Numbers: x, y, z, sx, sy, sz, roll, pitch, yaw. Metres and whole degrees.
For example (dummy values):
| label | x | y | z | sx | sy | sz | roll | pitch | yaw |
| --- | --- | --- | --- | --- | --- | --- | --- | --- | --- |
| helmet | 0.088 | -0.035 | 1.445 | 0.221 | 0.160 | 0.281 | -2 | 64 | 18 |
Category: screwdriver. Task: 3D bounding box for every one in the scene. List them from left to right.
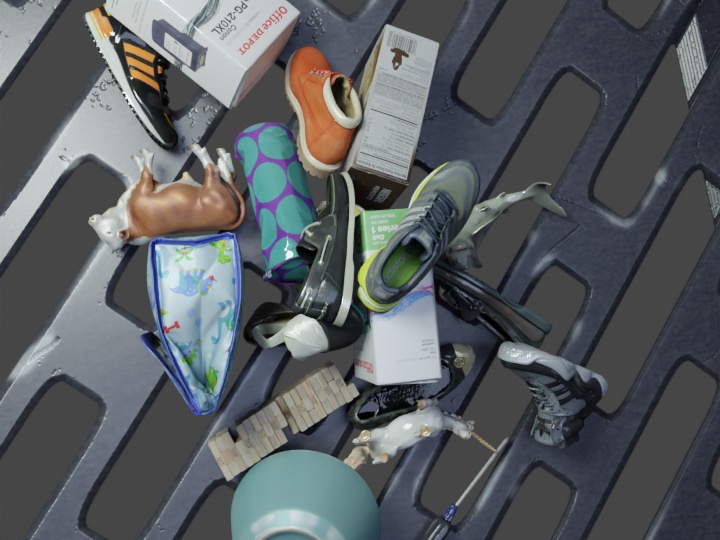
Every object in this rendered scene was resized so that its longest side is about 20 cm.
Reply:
| label | x | y | z | sx | sy | sz | roll | pitch | yaw |
| --- | --- | --- | --- | --- | --- | --- | --- | --- | --- |
| screwdriver | 0.138 | 0.306 | 1.074 | 0.029 | 0.028 | 0.202 | 31 | 79 | 23 |

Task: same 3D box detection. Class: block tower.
| label | x | y | z | sx | sy | sz | roll | pitch | yaw |
| --- | --- | --- | --- | --- | --- | --- | --- | --- | --- |
| block tower | -0.100 | 0.190 | 1.024 | 0.197 | 0.054 | 0.059 | -30 | 93 | -11 |

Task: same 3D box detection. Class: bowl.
| label | x | y | z | sx | sy | sz | roll | pitch | yaw |
| --- | --- | --- | --- | --- | --- | --- | --- | --- | --- |
| bowl | -0.074 | 0.336 | 0.959 | 0.196 | 0.105 | 0.206 | 1 | 105 | 4 |

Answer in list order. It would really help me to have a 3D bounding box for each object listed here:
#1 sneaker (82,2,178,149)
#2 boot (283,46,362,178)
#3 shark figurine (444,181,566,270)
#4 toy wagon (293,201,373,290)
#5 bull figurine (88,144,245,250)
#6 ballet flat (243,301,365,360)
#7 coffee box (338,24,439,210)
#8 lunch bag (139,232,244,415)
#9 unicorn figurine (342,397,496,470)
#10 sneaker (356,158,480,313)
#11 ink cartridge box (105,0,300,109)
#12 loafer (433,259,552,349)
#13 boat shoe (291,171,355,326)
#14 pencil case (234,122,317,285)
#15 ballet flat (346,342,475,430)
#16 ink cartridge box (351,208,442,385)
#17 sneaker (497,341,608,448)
| label | x | y | z | sx | sy | sz | roll | pitch | yaw |
| --- | --- | --- | --- | --- | --- | --- | --- | --- | --- |
| sneaker | -0.273 | -0.259 | 1.013 | 0.089 | 0.070 | 0.203 | -30 | 90 | -7 |
| boot | -0.043 | -0.230 | 1.009 | 0.073 | 0.108 | 0.203 | 3 | 56 | -27 |
| shark figurine | 0.177 | -0.051 | 1.091 | 0.213 | 0.127 | 0.091 | -35 | 119 | -27 |
| toy wagon | 0.000 | 0.000 | 1.061 | 0.200 | 0.040 | 0.156 | 44 | 81 | -5 |
| bull figurine | -0.246 | -0.093 | 1.008 | 0.195 | 0.065 | 0.125 | -5 | 88 | -7 |
| ballet flat | -0.077 | 0.077 | 0.968 | 0.068 | 0.198 | 0.069 | -37 | 110 | -36 |
| coffee box | 0.032 | -0.194 | 1.024 | 0.078 | 0.114 | 0.204 | 16 | 74 | -9 |
| lunch bag | -0.198 | 0.065 | 0.956 | 0.124 | 0.170 | 0.205 | -6 | 89 | -10 |
| unicorn figurine | 0.073 | 0.212 | 1.029 | 0.195 | 0.137 | 0.076 | -10 | 75 | 9 |
| sneaker | 0.073 | -0.039 | 0.868 | 0.073 | 0.081 | 0.202 | 35 | 81 | -7 |
| ink cartridge box | -0.196 | -0.328 | 0.997 | 0.199 | 0.084 | 0.146 | 38 | 54 | -7 |
| loafer | 0.169 | 0.054 | 1.074 | 0.197 | 0.072 | 0.064 | 29 | 88 | -9 |
| boat shoe | -0.041 | -0.035 | 0.913 | 0.066 | 0.072 | 0.204 | 9 | 58 | -8 |
| pencil case | -0.103 | -0.082 | 0.999 | 0.084 | 0.092 | 0.204 | 5 | 62 | -46 |
| ballet flat | 0.072 | 0.160 | 1.055 | 0.197 | 0.057 | 0.067 | -28 | 93 | -10 |
| ink cartridge box | 0.036 | 0.034 | 0.972 | 0.082 | 0.145 | 0.205 | -4 | 88 | -11 |
| sneaker | 0.249 | 0.172 | 1.055 | 0.197 | 0.075 | 0.116 | 23 | 87 | -32 |
